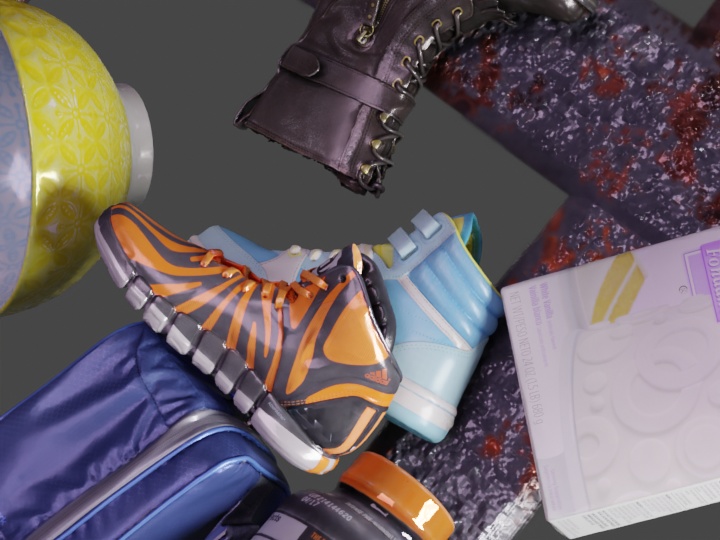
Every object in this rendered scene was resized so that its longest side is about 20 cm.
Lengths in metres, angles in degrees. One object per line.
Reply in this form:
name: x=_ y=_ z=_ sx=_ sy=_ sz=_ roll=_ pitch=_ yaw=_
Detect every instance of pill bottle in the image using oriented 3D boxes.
pill bottle: x=-0.033 y=0.199 z=1.517 sx=0.106 sy=0.106 sz=0.200 roll=34 pitch=74 yaw=25

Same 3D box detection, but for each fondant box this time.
fondant box: x=0.191 y=0.057 z=1.521 sx=0.199 sy=0.058 sz=0.145 roll=-16 pitch=69 yaw=13

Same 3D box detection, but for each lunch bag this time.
lunch bag: x=-0.135 y=0.136 z=1.566 sx=0.200 sy=0.136 sz=0.133 roll=-37 pitch=66 yaw=3

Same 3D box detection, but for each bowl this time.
bowl: x=-0.193 y=-0.074 z=1.656 sx=0.107 sy=0.200 sz=0.201 roll=-6 pitch=64 yaw=-28

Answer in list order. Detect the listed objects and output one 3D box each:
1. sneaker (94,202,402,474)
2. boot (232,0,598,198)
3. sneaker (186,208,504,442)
sneaker: x=-0.054 y=0.011 z=1.528 sx=0.200 sy=0.078 sz=0.112 roll=44 pitch=105 yaw=2
boot: x=0.034 y=-0.127 z=1.638 sx=0.199 sy=0.069 sz=0.175 roll=19 pitch=86 yaw=27
sneaker: x=0.000 y=0.000 z=1.596 sx=0.199 sy=0.080 sz=0.131 roll=33 pitch=88 yaw=15
